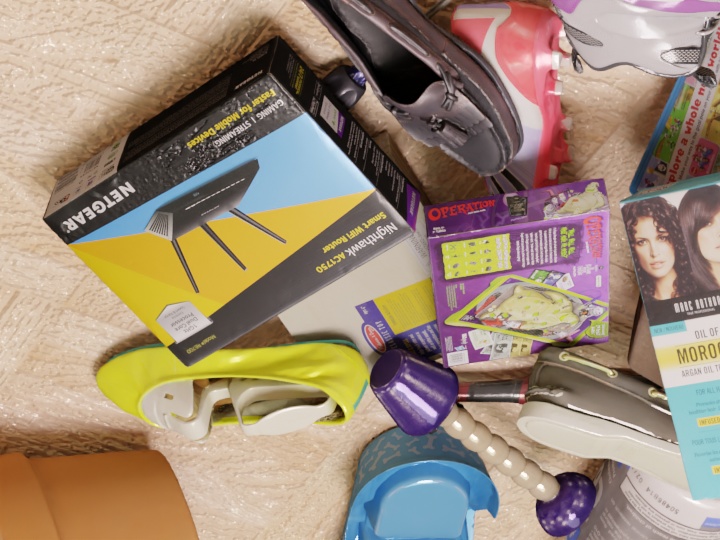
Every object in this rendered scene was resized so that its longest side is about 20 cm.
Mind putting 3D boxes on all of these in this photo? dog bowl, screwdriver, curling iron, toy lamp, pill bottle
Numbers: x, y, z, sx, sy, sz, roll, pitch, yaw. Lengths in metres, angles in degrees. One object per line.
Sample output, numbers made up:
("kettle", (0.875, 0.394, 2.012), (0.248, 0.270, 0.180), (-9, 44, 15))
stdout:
("dog bowl", (0.039, 0.192, 1.981), (0.110, 0.050, 0.201), (2, 134, -10))
("screwdriver", (0.027, -0.146, 1.664), (0.200, 0.028, 0.029), (-37, 158, 19))
("curling iron", (0.125, 0.089, 1.910), (0.198, 0.026, 0.050), (-8, 157, -7))
("toy lamp", (0.084, 0.121, 1.867), (0.058, 0.058, 0.200), (-34, 124, 25))
("pill bottle", (0.219, 0.187, 1.951), (0.113, 0.114, 0.201), (9, 137, -16))

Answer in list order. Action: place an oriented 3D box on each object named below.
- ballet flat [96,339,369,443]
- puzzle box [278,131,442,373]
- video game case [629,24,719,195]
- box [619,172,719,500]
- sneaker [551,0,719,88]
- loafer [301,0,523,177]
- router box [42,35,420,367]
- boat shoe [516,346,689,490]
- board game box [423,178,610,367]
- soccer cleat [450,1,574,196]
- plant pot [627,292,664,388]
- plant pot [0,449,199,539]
("ballet flat", (-0.092, 0.087, 1.822), (0.198, 0.067, 0.067), (-4, 138, 11))
("puzzle box", (0.000, 0.000, 1.800), (0.132, 0.026, 0.200), (-21, 134, 13))
("video game case", (0.279, -0.061, 1.665), (0.018, 0.199, 0.144), (-23, 141, -54))
("box", (0.233, 0.040, 1.678), (0.082, 0.049, 0.202), (-12, 96, 31))
("sneaker", (0.215, -0.173, 1.609), (0.198, 0.078, 0.141), (-12, 126, 10))
("loafer", (0.024, -0.126, 1.616), (0.072, 0.063, 0.200), (-21, 119, 38))
("router box", (-0.083, -0.042, 1.695), (0.199, 0.051, 0.149), (-31, 117, 28))
("boat shoe", (0.209, 0.109, 1.815), (0.200, 0.061, 0.072), (19, 158, -7))
("board game box", (0.106, 0.004, 1.742), (0.119, 0.033, 0.200), (-5, 153, 2))
("soccer cleat", (0.096, -0.094, 1.702), (0.076, 0.067, 0.201), (13, 140, 13))
("plant pot", (0.275, 0.033, 1.776), (0.173, 0.201, 0.201), (13, 134, 4))
("plant pot", (-0.191, 0.214, 1.885), (0.139, 0.201, 0.201), (-17, 137, -14))
